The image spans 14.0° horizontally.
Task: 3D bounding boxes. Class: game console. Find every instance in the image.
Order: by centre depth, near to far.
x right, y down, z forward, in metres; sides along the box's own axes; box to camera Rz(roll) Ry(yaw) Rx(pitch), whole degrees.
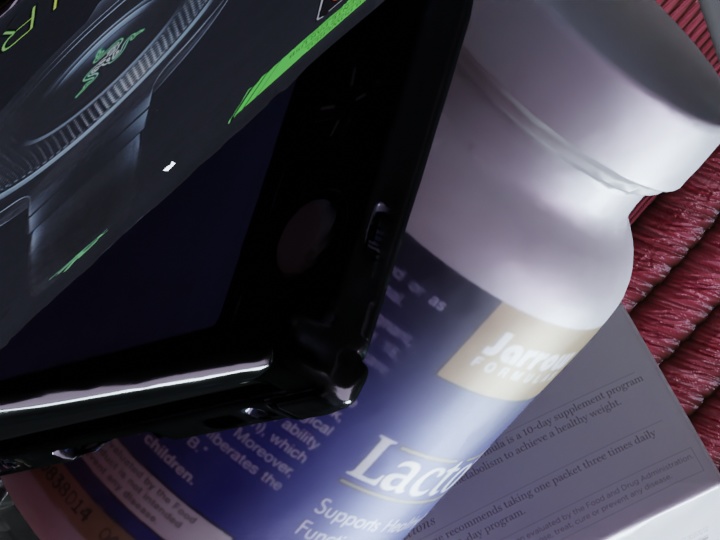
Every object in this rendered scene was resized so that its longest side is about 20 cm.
[{"bbox_3d":[-0.091,-0.007,0.695,0.200,0.116,0.176,-14,-128,52],"label":"game console"}]

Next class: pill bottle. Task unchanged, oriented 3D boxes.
[{"bbox_3d":[0.000,0.000,0.785,0.200,0.116,0.116,-49,173,21],"label":"pill bottle"}]

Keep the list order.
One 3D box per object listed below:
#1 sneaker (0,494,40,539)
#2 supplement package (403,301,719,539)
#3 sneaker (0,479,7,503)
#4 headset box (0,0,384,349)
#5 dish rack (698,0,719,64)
[{"bbox_3d":[-0.142,0.085,0.976,0.200,0.080,0.086,-20,-151,53],"label":"sneaker"},{"bbox_3d":[0.023,0.027,0.947,0.109,0.200,0.114,-26,156,-5],"label":"supplement package"},{"bbox_3d":[-0.179,0.085,0.854,0.200,0.070,0.093,-46,-168,-28],"label":"sneaker"},{"bbox_3d":[-0.074,-0.056,0.497,0.174,0.093,0.200,-43,173,-17],"label":"headset box"},{"bbox_3d":[0.119,-0.120,0.710,0.172,0.043,0.200,-62,150,-21],"label":"dish rack"}]
